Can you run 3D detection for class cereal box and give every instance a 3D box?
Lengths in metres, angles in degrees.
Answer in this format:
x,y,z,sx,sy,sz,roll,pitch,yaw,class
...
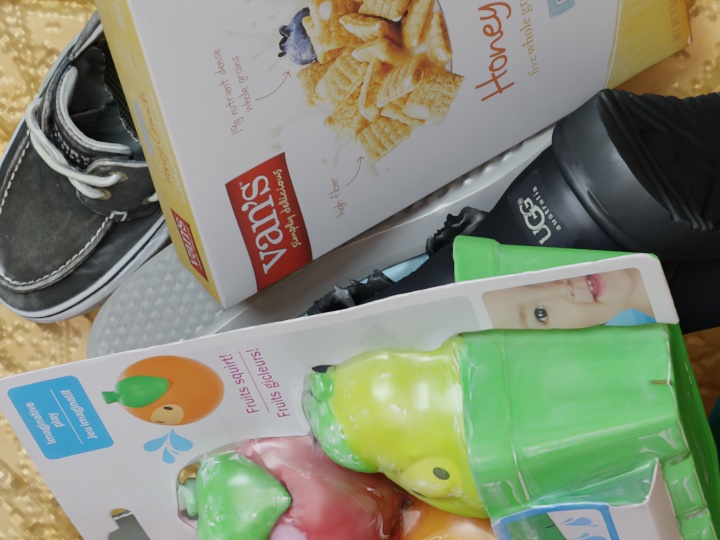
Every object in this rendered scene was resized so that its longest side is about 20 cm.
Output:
x,y,z,sx,sy,sz,roll,pitch,yaw,class
0.014,-0.092,0.862,0.199,0.040,0.145,-31,133,-16,cereal box

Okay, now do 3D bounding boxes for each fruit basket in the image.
x,y,z,sx,sy,sz,roll,pitch,yaw,class
0.011,0.073,0.798,0.198,0.094,0.186,-16,139,6,fruit basket

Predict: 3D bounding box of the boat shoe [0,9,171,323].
x,y,z,sx,sy,sz,roll,pitch,yaw,class
-0.086,-0.058,0.916,0.072,0.071,0.200,42,118,12,boat shoe

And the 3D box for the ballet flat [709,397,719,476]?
x,y,z,sx,sy,sz,roll,pitch,yaw,class
0.131,0.098,0.921,0.063,0.069,0.200,21,138,-5,ballet flat

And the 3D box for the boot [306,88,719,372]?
x,y,z,sx,sy,sz,roll,pitch,yaw,class
0.071,0.013,0.903,0.168,0.200,0.077,-38,68,27,boot

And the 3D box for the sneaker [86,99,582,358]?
x,y,z,sx,sy,sz,roll,pitch,yaw,class
0.000,0.000,0.953,0.199,0.074,0.082,-29,134,4,sneaker

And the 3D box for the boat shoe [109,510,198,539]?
x,y,z,sx,sy,sz,roll,pitch,yaw,class
-0.011,0.100,0.970,0.200,0.061,0.072,-5,143,20,boat shoe
